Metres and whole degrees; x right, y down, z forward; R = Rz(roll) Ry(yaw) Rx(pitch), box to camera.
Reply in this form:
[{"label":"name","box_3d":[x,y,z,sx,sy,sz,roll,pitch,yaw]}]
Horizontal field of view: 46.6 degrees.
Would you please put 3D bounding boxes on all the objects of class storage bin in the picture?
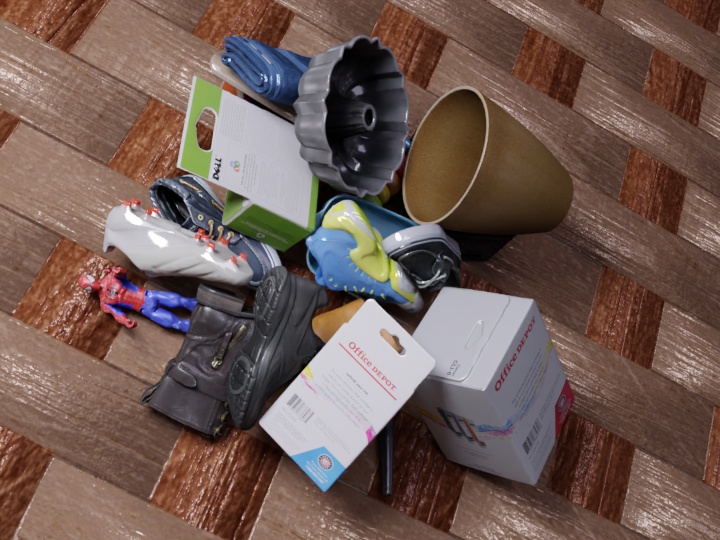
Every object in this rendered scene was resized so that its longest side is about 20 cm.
[{"label":"storage bin","box_3d":[0.150,-0.125,1.264,0.133,0.094,0.204,1,67,-20]}]

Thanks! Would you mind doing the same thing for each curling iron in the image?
[{"label":"curling iron","box_3d":[0.035,0.195,1.114,0.025,0.050,0.204,6,69,-5]}]

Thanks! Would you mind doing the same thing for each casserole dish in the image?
[{"label":"casserole dish","box_3d":[0.007,-0.031,1.164,0.197,0.039,0.123,21,95,-28]}]

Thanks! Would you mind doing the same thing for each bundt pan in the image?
[{"label":"bundt pan","box_3d":[-0.017,-0.200,1.089,0.201,0.075,0.206,-16,109,-54]}]

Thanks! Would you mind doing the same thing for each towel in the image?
[{"label":"towel","box_3d":[-0.088,-0.260,1.127,0.112,0.049,0.199,45,23,26]}]

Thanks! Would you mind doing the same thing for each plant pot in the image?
[{"label":"plant pot","box_3d":[0.188,-0.124,1.138,0.197,0.186,0.190,18,62,-27]}]

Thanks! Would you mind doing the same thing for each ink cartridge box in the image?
[{"label":"ink cartridge box","box_3d":[-0.011,0.144,0.993,0.115,0.068,0.200,43,95,9]},{"label":"ink cartridge box","box_3d":[-0.152,-0.135,1.076,0.198,0.075,0.150,24,55,-31]},{"label":"ink cartridge box","box_3d":[0.163,0.144,1.073,0.146,0.143,0.202,-53,132,-29]}]

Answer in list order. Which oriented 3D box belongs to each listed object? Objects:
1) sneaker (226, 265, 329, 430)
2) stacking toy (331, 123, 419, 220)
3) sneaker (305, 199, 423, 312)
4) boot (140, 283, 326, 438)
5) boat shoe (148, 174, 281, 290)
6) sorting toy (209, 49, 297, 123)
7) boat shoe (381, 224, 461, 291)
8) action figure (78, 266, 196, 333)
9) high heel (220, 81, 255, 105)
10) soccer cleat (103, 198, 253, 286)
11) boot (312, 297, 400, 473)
[{"label":"sneaker","box_3d":[-0.095,0.100,0.984,0.089,0.076,0.203,16,104,-30]},{"label":"stacking toy","box_3d":[-0.003,-0.108,1.205,0.109,0.116,0.202,30,72,-2]},{"label":"sneaker","box_3d":[0.000,0.000,1.120,0.201,0.104,0.076,51,12,-28]},{"label":"boot","box_3d":[-0.154,0.125,1.042,0.197,0.069,0.177,22,90,-14]},{"label":"boat shoe","box_3d":[-0.193,-0.044,1.094,0.200,0.071,0.091,44,18,8]},{"label":"sorting toy","box_3d":[-0.120,-0.260,1.201,0.183,0.037,0.201,30,21,-9]},{"label":"boat shoe","box_3d":[0.094,-0.010,1.096,0.199,0.071,0.072,12,59,-60]},{"label":"action figure","box_3d":[-0.255,0.044,1.036,0.197,0.099,0.066,19,89,-9]},{"label":"high heel","box_3d":[-0.151,-0.193,1.214,0.095,0.067,0.203,14,56,-47]},{"label":"soccer cleat","box_3d":[-0.225,-0.018,1.032,0.197,0.069,0.079,25,101,7]},{"label":"boot","box_3d":[-0.009,0.142,1.086,0.142,0.071,0.204,-24,70,-7]}]
